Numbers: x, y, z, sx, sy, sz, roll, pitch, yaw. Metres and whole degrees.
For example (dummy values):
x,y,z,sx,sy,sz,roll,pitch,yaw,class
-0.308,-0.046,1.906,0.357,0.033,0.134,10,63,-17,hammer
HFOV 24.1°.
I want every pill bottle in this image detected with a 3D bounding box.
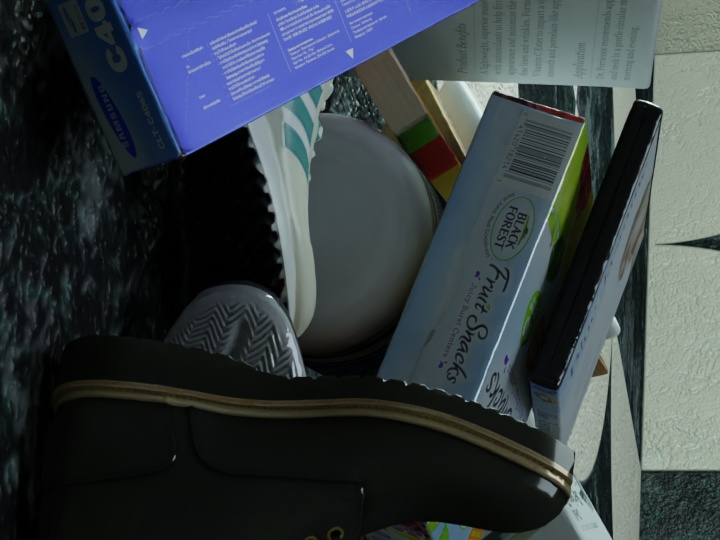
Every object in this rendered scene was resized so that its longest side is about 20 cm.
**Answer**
x,y,z,sx,sy,sz,roll,pitch,yaw,class
0.000,0.000,0.877,0.200,0.114,0.117,40,50,-71,pill bottle

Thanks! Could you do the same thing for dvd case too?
x,y,z,sx,sy,sz,roll,pitch,yaw,class
0.120,0.011,0.864,0.200,0.017,0.144,63,48,-73,dvd case

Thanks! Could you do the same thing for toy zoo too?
x,y,z,sx,sy,sz,roll,pitch,yaw,class
0.011,-0.107,0.893,0.132,0.020,0.200,60,5,14,toy zoo

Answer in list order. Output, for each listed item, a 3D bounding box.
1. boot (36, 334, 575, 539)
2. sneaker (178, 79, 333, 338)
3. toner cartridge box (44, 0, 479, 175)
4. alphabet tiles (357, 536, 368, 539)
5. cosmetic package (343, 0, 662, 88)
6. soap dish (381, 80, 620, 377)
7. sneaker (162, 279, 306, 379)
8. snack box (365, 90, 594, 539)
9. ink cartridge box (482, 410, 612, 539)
x,y,z,sx,sy,sz,roll,pitch,yaw,class
-0.027,0.111,0.619,0.078,0.198,0.140,85,14,-64,boot
-0.035,-0.070,0.750,0.093,0.070,0.202,-23,106,-38,sneaker
-0.032,-0.122,0.685,0.199,0.043,0.096,-32,103,-40,toner cartridge box
-0.023,0.158,0.742,0.166,0.006,0.202,35,65,-74,alphabet tiles
0.084,-0.222,1.016,0.165,0.198,0.167,82,13,-66,cosmetic package
0.084,-0.027,1.100,0.158,0.081,0.200,52,9,-26,soap dish
-0.054,0.089,0.769,0.112,0.077,0.202,-63,159,-69,sneaker
0.056,0.037,0.805,0.142,0.053,0.201,64,47,-66,snack box
0.088,0.135,1.099,0.201,0.084,0.146,61,9,13,ink cartridge box
